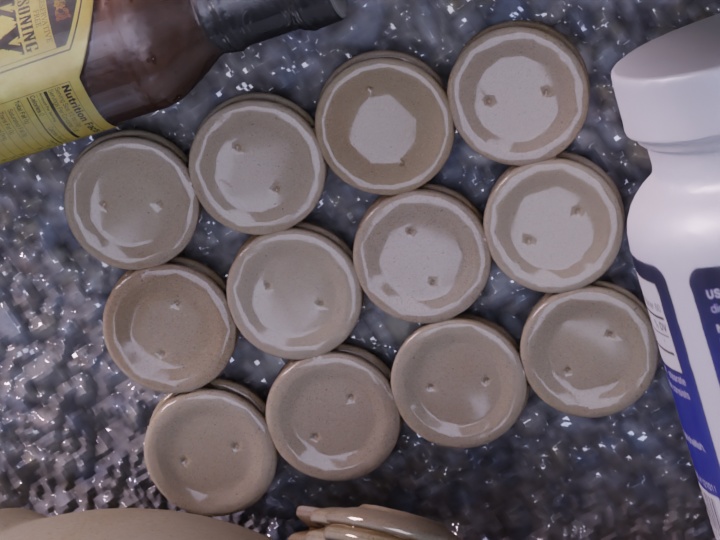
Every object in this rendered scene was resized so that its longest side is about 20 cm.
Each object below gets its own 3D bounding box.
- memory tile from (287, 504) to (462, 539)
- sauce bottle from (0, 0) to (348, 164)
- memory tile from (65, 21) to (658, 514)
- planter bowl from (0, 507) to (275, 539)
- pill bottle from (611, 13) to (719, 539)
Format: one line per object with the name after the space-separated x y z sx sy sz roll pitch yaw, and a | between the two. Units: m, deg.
0.077 0.115 1.011 0.200 0.153 0.017 15 81 -5 | memory tile
-0.104 -0.080 1.022 0.200 0.065 0.065 -18 104 10 | sauce bottle
0.000 0.000 1.049 0.200 0.017 0.153 -15 104 12 | memory tile
-0.103 0.168 1.043 0.135 0.200 0.200 27 110 26 | planter bowl
0.158 0.011 0.988 0.116 0.116 0.200 -15 105 11 | pill bottle
